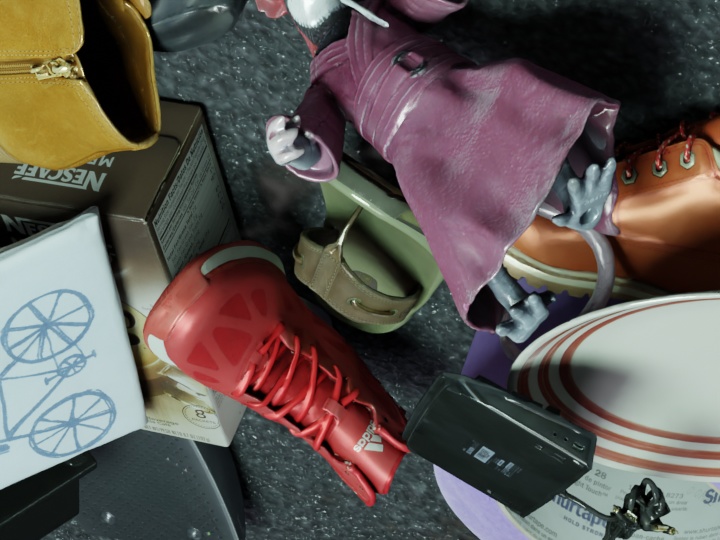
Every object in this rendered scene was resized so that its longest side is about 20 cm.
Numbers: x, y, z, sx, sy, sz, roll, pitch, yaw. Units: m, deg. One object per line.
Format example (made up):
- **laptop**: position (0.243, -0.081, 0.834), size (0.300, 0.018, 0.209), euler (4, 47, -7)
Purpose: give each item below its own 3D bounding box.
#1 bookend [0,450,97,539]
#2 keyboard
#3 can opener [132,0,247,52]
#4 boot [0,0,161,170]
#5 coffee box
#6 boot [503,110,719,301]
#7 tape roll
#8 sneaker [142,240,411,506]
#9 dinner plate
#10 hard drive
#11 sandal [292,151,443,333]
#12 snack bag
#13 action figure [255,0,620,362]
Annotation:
- **bookend**: position (-0.250, 0.108, 1.279), size (0.199, 0.092, 0.200), euler (49, 155, 20)
- **keyboard**: position (0.083, 0.091, 0.996), size (0.127, 0.021, 0.200), euler (31, 168, 2)
- **can opener**: position (-0.115, -0.140, 0.967), size (0.199, 0.079, 0.063), euler (0, 146, 47)
- **boot**: position (-0.161, -0.139, 0.937), size (0.143, 0.071, 0.202), euler (-7, 112, 48)
- **coffee box**: position (-0.127, -0.001, 1.147), size (0.112, 0.080, 0.201), euler (10, 144, 19)
- **boot**: position (0.129, -0.037, 0.969), size (0.199, 0.075, 0.108), euler (20, 129, 13)
- **tape roll**: position (0.143, 0.091, 1.112), size (0.199, 0.085, 0.201), euler (16, 147, 11)
- **sneaker**: position (-0.025, 0.055, 1.098), size (0.115, 0.079, 0.200), euler (40, -173, 24)
- **dinner plate**: position (0.163, 0.047, 0.932), size (0.198, 0.024, 0.200), euler (4, 155, 2)
- **hard drive**: position (-0.147, 0.103, 1.338), size (0.134, 0.043, 0.201), euler (7, 142, 24)
- **sandal**: position (0.001, 0.001, 1.059), size (0.080, 0.057, 0.201), euler (34, 162, 10)
- **snack bag**: position (-0.207, 0.064, 1.076), size (0.021, 0.199, 0.189), euler (56, 164, 32)
- **action figure**: position (0.034, -0.074, 0.931), size (0.200, 0.134, 0.149), euler (45, -177, 29)
